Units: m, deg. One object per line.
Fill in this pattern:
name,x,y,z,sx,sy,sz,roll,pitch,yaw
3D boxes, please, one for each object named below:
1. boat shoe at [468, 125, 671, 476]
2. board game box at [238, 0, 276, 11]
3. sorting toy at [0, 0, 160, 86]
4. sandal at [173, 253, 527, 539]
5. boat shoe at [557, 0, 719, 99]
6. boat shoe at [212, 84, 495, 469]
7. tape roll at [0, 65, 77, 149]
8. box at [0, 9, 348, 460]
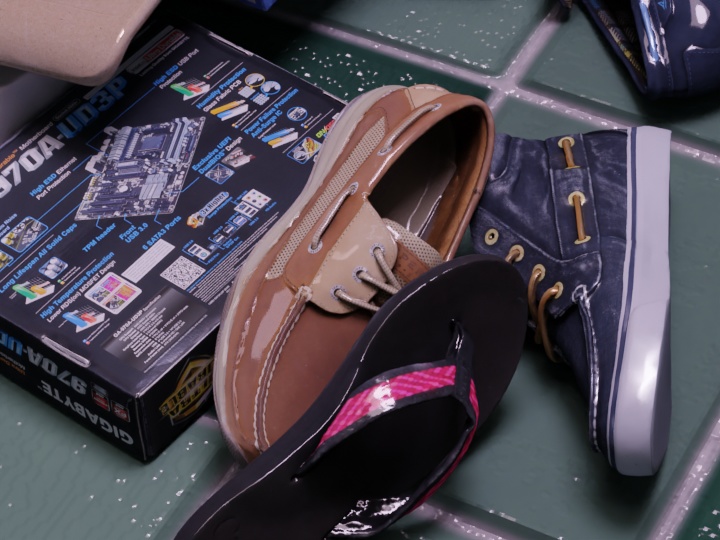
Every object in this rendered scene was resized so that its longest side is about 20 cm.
boat shoe,0.091,0.013,1.115,0.091,0.071,0.200,0,41,7
board game box,-0.083,-0.213,1.284,0.200,0.034,0.135,24,61,34
sorting toy,-0.143,-0.177,1.211,0.185,0.036,0.200,15,59,27
sandal,0.007,0.075,1.043,0.200,0.075,0.045,-45,31,-19
boat shoe,0.120,-0.163,1.264,0.069,0.084,0.200,-21,47,-17
boat shoe,0.000,0.000,1.093,0.072,0.076,0.200,-7,53,49
tape roll,-0.228,-0.113,1.249,0.202,0.071,0.203,-2,47,2
box,-0.093,-0.022,1.169,0.159,0.046,0.200,28,55,27
